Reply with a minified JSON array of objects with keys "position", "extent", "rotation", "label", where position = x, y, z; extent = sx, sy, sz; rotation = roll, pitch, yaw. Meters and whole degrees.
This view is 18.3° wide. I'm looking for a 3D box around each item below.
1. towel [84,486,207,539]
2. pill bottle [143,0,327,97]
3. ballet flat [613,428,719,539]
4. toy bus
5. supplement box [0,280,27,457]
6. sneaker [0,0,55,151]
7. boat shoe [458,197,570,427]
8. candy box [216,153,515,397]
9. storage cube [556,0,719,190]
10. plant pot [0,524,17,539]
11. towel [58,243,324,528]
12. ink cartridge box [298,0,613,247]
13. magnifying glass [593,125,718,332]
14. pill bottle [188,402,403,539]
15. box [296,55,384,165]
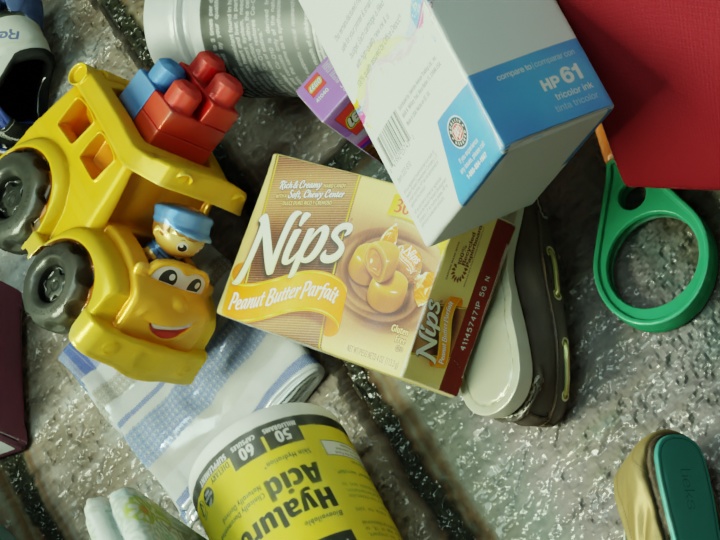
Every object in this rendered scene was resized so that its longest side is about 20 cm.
[{"position":[-0.089,0.238,1.379],"extent":[0.048,0.171,0.200],"rotation":[-36,54,9],"label":"towel"},{"position":[-0.048,-0.178,1.563],"extent":[0.199,0.114,0.115],"rotation":[3,72,35],"label":"pill bottle"},{"position":[0.187,0.192,1.288],"extent":[0.063,0.068,0.201],"rotation":[-44,43,47],"label":"ballet flat"},{"position":[-0.144,-0.050,1.524],"extent":[0.192,0.135,0.200],"rotation":[-48,50,17],"label":"toy bus"},{"position":[-0.357,0.087,1.672],"extent":[0.199,0.103,0.132],"rotation":[-21,59,26],"label":"supplement box"},{"position":[-0.311,-0.125,1.746],"extent":[0.199,0.080,0.115],"rotation":[-42,51,11],"label":"sneaker"},{"position":[0.096,0.004,1.422],"extent":[0.072,0.059,0.201],"rotation":[-29,54,40],"label":"boat shoe"},{"position":[0.000,0.000,1.441],"extent":[0.200,0.055,0.116],"rotation":[17,85,50],"label":"candy box"},{"position":[0.237,-0.161,1.286],"extent":[0.179,0.201,0.171],"rotation":[4,43,35],"label":"storage cube"},{"position":[-0.293,0.244,1.542],"extent":[0.141,0.141,0.200],"rotation":[-45,45,10],"label":"plant pot"},{"position":[-0.123,0.066,1.570],"extent":[0.147,0.024,0.200],"rotation":[-49,51,6],"label":"towel"},{"position":[0.046,-0.138,1.307],"extent":[0.084,0.145,0.201],"rotation":[-23,77,-24],"label":"ink cartridge box"},{"position":[0.173,-0.052,1.419],"extent":[0.079,0.022,0.201],"rotation":[-27,59,23],"label":"magnifying glass"},{"position":[-0.023,0.190,1.392],"extent":[0.111,0.111,0.200],"rotation":[-41,54,14],"label":"pill bottle"},{"position":[0.068,-0.154,1.458],"extent":[0.200,0.137,0.039],"rotation":[-48,52,9],"label":"box"}]
